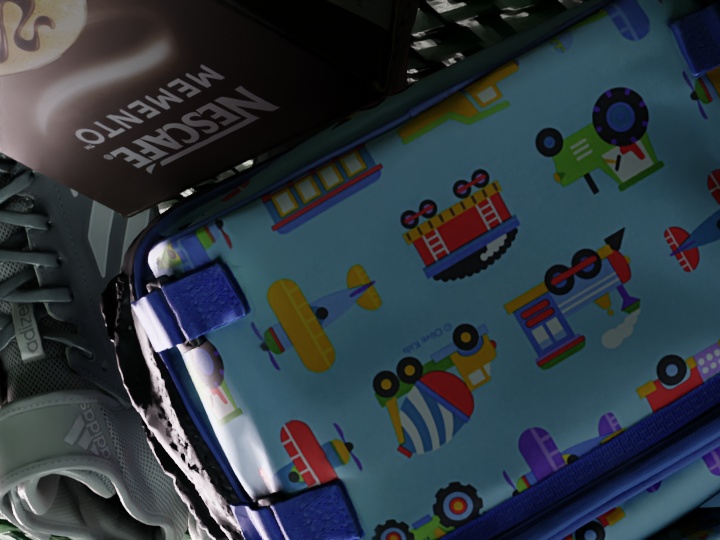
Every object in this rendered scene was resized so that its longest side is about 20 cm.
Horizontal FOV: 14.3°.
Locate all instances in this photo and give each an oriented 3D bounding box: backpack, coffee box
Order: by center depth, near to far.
[{"bbox_3d":[0.051,0.048,0.708,0.182,0.200,0.135,-25,-179,-6],"label":"backpack"},{"bbox_3d":[-0.097,-0.101,0.718,0.200,0.080,0.113,28,146,-32],"label":"coffee box"}]

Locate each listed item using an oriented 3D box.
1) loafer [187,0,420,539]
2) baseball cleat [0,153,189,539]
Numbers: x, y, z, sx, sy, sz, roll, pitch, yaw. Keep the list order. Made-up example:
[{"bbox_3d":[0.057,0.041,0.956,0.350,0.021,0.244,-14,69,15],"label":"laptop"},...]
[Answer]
[{"bbox_3d":[0.000,0.000,0.817,0.070,0.070,0.200,12,118,3],"label":"loafer"},{"bbox_3d":[-0.089,0.001,0.824,0.070,0.107,0.200,-17,122,21],"label":"baseball cleat"}]
